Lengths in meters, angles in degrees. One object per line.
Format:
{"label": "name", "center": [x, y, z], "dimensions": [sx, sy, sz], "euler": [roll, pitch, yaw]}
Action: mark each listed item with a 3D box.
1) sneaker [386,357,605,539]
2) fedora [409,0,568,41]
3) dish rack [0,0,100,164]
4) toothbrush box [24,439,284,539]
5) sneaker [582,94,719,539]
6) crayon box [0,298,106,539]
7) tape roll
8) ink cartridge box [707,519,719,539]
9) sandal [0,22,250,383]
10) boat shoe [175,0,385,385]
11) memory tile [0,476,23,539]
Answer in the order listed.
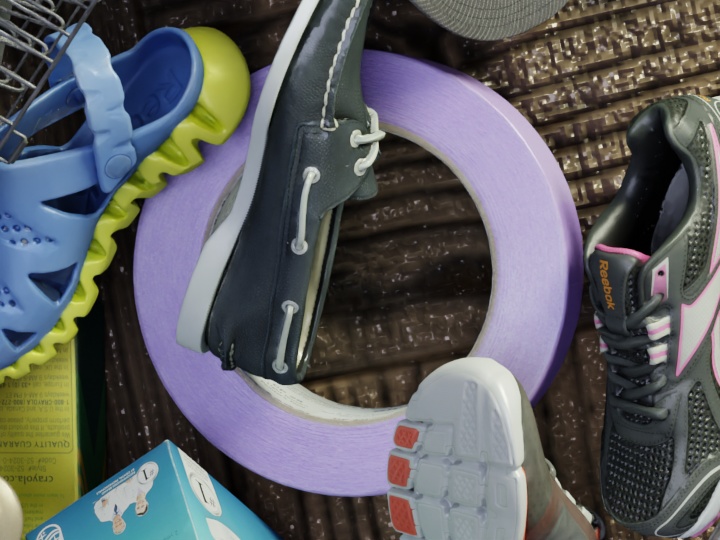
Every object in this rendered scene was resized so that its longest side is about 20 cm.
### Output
{"label": "sneaker", "center": [0.067, 0.115, 1.304], "dimensions": [0.077, 0.082, 0.201], "euler": [24, 133, 37]}
{"label": "fedora", "center": [0.024, -0.203, 1.298], "dimensions": [0.090, 0.177, 0.201], "euler": [6, 117, 41]}
{"label": "dish rack", "center": [-0.138, -0.133, 1.230], "dimensions": [0.054, 0.154, 0.200], "euler": [23, 132, -21]}
{"label": "toothbrush box", "center": [-0.054, 0.197, 1.273], "dimensions": [0.085, 0.146, 0.200], "euler": [-34, 46, 11]}
{"label": "sneaker", "center": [0.128, 0.016, 1.296], "dimensions": [0.080, 0.086, 0.201], "euler": [5, 87, 44]}
{"label": "crayon box", "center": [-0.185, 0.114, 1.390], "dimensions": [0.126, 0.051, 0.201], "euler": [0, 92, 11]}
{"label": "tape roll", "center": [0.000, 0.000, 1.341], "dimensions": [0.199, 0.066, 0.201], "euler": [0, 92, 11]}
{"label": "ink cartridge box", "center": [0.237, 0.175, 1.293], "dimensions": [0.199, 0.084, 0.146], "euler": [30, 98, 8]}
{"label": "sandal", "center": [-0.140, -0.037, 1.303], "dimensions": [0.200, 0.087, 0.079], "euler": [-54, 47, 10]}
{"label": "boat shoe", "center": [-0.020, -0.044, 1.267], "dimensions": [0.060, 0.076, 0.201], "euler": [24, 118, 7]}
{"label": "memory tile", "center": [-0.248, 0.063, 1.287], "dimensions": [0.153, 0.017, 0.201], "euler": [-24, 85, -2]}
